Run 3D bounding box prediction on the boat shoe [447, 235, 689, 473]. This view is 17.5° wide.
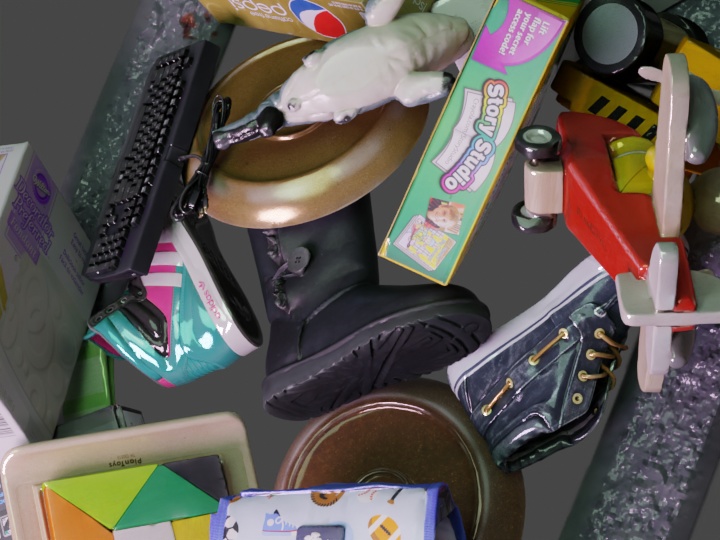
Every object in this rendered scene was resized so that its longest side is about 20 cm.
[{"bbox_3d":[0.160,0.058,1.630,0.200,0.071,0.091,-37,59,17],"label":"boat shoe"}]

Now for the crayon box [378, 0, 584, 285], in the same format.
[{"bbox_3d":[0.087,-0.107,1.618,0.058,0.173,0.201,25,107,4],"label":"crayon box"}]

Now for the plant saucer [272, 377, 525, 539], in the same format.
[{"bbox_3d":[0.019,0.171,1.676,0.199,0.034,0.201,-7,72,22],"label":"plant saucer"}]

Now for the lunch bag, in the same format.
[{"bbox_3d":[-0.009,0.244,1.584,0.169,0.124,0.201,-4,97,19],"label":"lunch bag"}]

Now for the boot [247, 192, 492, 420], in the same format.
[{"bbox_3d":[0.000,0.000,1.684,0.200,0.076,0.169,-26,57,34],"label":"boot"}]

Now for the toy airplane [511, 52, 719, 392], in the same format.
[{"bbox_3d":[0.197,-0.028,1.502,0.141,0.200,0.200,-15,84,-19],"label":"toy airplane"}]

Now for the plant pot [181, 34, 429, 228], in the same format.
[{"bbox_3d":[-0.046,-0.114,1.746,0.199,0.028,0.201,-13,45,13],"label":"plant pot"}]

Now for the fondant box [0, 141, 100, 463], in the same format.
[{"bbox_3d":[-0.265,0.025,1.738,0.058,0.145,0.201,-8,45,20],"label":"fondant box"}]

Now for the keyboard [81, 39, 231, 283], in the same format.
[{"bbox_3d":[-0.146,-0.085,1.745,0.127,0.021,0.201,-9,57,43],"label":"keyboard"}]

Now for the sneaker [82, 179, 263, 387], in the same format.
[{"bbox_3d":[-0.162,0.011,1.777,0.121,0.084,0.200,-35,56,10],"label":"sneaker"}]

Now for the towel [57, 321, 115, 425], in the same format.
[{"bbox_3d":[-0.279,0.128,1.822,0.199,0.031,0.150,-12,73,17],"label":"towel"}]

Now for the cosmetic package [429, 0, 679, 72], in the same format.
[{"bbox_3d":[0.158,-0.205,1.720,0.199,0.051,0.083,-29,63,13],"label":"cosmetic package"}]

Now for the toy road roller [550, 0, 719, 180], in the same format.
[{"bbox_3d":[0.222,-0.093,1.626,0.200,0.123,0.146,33,103,28],"label":"toy road roller"}]

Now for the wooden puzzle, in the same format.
[{"bbox_3d":[-0.151,0.209,1.672,0.184,0.037,0.201,-9,74,-16],"label":"wooden puzzle"}]

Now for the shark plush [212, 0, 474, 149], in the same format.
[{"bbox_3d":[-0.007,-0.126,1.682,0.200,0.083,0.091,-37,87,4],"label":"shark plush"}]

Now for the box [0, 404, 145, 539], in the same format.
[{"bbox_3d":[-0.233,0.226,1.743,0.199,0.050,0.199,-20,74,15],"label":"box"}]

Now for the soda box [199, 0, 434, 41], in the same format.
[{"bbox_3d":[-0.042,-0.219,1.770,0.199,0.068,0.064,15,68,40],"label":"soda box"}]
